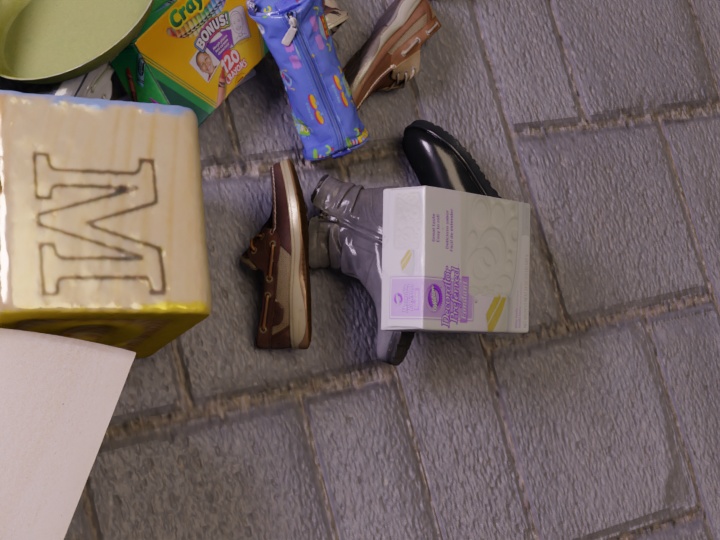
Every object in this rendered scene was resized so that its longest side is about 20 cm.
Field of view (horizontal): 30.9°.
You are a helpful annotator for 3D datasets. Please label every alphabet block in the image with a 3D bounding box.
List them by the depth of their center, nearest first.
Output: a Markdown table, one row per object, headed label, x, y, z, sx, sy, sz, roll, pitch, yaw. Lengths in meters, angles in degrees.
| label | x | y | z | sx | sy | sz | roll | pitch | yaw |
| --- | --- | --- | --- | --- | --- | --- | --- | --- | --- |
| alphabet block | -0.264 | -0.033 | 1.215 | 0.195 | 0.195 | 0.201 | 1 | 73 | -26 |

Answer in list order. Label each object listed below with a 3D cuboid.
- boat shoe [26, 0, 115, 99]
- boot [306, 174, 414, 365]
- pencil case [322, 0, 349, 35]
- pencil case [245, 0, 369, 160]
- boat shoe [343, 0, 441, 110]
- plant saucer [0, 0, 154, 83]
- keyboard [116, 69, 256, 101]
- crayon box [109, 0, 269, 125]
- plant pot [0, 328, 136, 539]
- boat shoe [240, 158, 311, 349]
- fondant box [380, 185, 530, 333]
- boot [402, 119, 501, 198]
| label | x | y | z | sx | sy | sz | roll | pitch | yaw |
| --- | --- | --- | --- | --- | --- | --- | --- | --- | --- |
| boat shoe | -0.280 | -0.192 | 1.322 | 0.067 | 0.073 | 0.201 | 41 | 63 | -34 |
| boot | 0.000 | 0.000 | 1.407 | 0.131 | 0.070 | 0.201 | 5 | 77 | 12 |
| pencil case | -0.096 | -0.342 | 1.470 | 0.078 | 0.089 | 0.200 | -35 | 93 | -4 |
| pencil case | -0.055 | -0.213 | 1.402 | 0.078 | 0.087 | 0.201 | -20 | 118 | 1 |
| boat shoe | 0.037 | -0.247 | 1.515 | 0.072 | 0.076 | 0.200 | 41 | 61 | -14 |
| plant saucer | -0.288 | -0.254 | 1.299 | 0.201 | 0.199 | 0.031 | -63 | 149 | -28 |
| keyboard | -0.198 | -0.191 | 1.407 | 0.200 | 0.011 | 0.056 | -39 | 89 | -32 |
| crayon box | -0.170 | -0.247 | 1.369 | 0.200 | 0.058 | 0.119 | -53 | 131 | -33 |
| plant pot | -0.323 | 0.156 | 1.132 | 0.176 | 0.200 | 0.201 | 21 | 65 | -9 |
| boat shoe | -0.091 | -0.016 | 1.370 | 0.072 | 0.072 | 0.201 | -3 | 90 | 3 |
| fondant box | 0.104 | -0.007 | 1.375 | 0.199 | 0.058 | 0.145 | 4 | 86 | -49 |
| boot | 0.079 | -0.054 | 1.483 | 0.162 | 0.073 | 0.198 | -43 | 95 | -26 |
